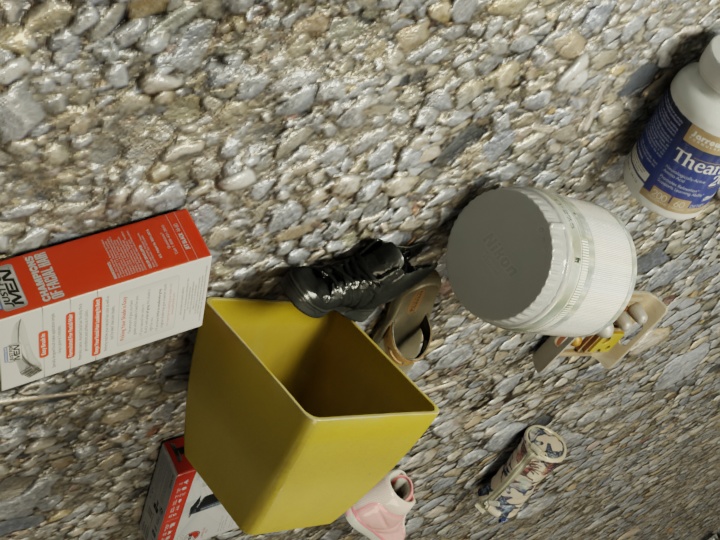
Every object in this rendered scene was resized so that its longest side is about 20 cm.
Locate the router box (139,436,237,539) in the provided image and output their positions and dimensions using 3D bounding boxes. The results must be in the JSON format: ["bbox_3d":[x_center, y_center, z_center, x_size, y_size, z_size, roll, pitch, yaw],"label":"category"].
[{"bbox_3d":[-0.177,0.266,1.511,0.177,0.049,0.201,-14,145,-30],"label":"router box"}]

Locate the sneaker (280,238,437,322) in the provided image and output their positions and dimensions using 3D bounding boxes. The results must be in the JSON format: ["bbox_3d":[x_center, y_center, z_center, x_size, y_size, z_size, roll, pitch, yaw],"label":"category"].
[{"bbox_3d":[0.001,0.002,1.288,0.104,0.060,0.199,-42,155,18],"label":"sneaker"}]

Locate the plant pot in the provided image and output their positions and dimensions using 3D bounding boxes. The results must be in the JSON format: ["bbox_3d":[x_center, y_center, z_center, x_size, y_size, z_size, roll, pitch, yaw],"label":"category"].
[{"bbox_3d":[-0.074,0.161,1.262,0.198,0.200,0.178,5,120,-47],"label":"plant pot"}]

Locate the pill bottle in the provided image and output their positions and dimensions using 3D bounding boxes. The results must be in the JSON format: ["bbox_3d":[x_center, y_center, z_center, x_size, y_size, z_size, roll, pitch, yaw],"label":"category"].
[{"bbox_3d":[0.387,-0.163,1.360,0.109,0.112,0.201,-14,146,-30],"label":"pill bottle"}]

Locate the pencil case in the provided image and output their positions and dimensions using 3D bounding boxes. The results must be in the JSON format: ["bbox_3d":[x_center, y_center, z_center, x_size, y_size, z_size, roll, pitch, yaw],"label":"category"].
[{"bbox_3d":[0.274,0.345,2.042,0.089,0.078,0.201,-31,158,-46],"label":"pencil case"}]

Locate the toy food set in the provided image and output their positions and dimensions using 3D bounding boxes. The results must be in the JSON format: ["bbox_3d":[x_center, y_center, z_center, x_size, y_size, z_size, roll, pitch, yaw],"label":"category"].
[{"bbox_3d":[0.359,0.099,1.777,0.198,0.061,0.144,4,134,-47],"label":"toy food set"}]

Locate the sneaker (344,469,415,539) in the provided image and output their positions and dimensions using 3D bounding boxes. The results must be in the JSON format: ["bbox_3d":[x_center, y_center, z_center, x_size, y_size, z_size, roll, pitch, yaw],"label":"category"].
[{"bbox_3d":[0.053,0.372,1.868,0.104,0.076,0.200,-32,147,9],"label":"sneaker"}]

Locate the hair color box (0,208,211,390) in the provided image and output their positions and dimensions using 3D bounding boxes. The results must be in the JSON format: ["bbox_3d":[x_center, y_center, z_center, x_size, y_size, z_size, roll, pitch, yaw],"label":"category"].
[{"bbox_3d":[-0.239,0.025,1.078,0.197,0.064,0.112,-19,149,-26],"label":"hair color box"}]

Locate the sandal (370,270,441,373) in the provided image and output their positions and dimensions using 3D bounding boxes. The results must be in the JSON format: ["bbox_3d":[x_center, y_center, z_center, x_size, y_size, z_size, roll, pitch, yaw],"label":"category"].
[{"bbox_3d":[0.059,0.078,1.458,0.079,0.054,0.201,-16,146,-28],"label":"sandal"}]

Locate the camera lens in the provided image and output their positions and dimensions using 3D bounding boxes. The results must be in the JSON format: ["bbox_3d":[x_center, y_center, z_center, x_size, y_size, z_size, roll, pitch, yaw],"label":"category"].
[{"bbox_3d":[0.211,-0.008,1.369,0.198,0.161,0.160,8,132,-49],"label":"camera lens"}]
